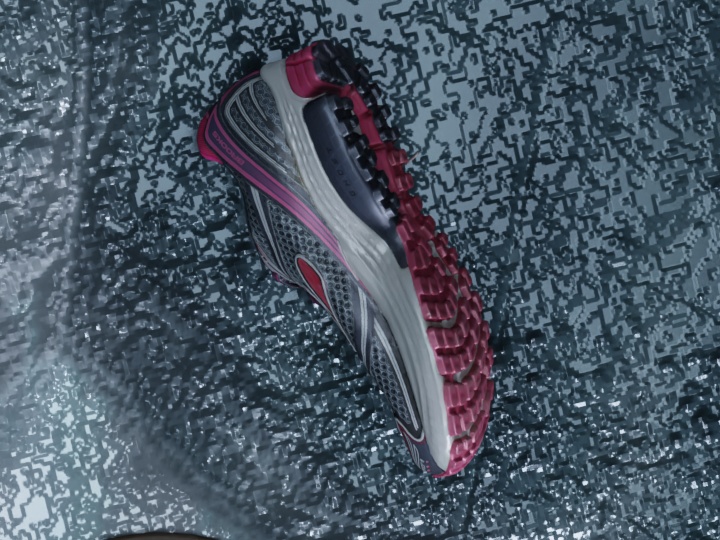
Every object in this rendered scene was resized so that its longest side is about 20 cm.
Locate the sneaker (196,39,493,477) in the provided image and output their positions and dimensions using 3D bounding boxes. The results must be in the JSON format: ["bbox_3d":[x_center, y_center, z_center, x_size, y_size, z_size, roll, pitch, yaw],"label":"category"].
[{"bbox_3d":[0.000,0.000,0.773,0.074,0.081,0.201,-22,97,22],"label":"sneaker"}]

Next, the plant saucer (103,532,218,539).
[{"bbox_3d":[-0.093,0.221,0.790,0.199,0.029,0.201,-1,94,-9],"label":"plant saucer"}]
